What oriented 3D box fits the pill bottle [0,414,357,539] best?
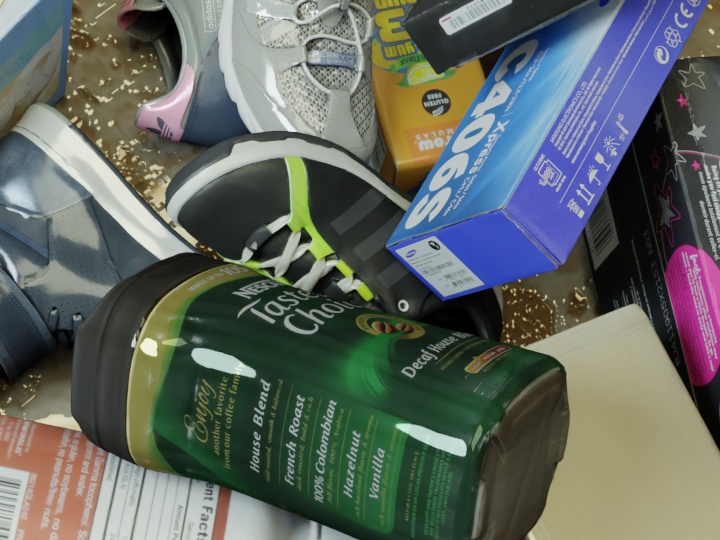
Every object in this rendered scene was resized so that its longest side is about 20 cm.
[{"bbox_3d":[-0.102,0.134,0.890,0.199,0.112,0.113,13,65,-6],"label":"pill bottle"}]

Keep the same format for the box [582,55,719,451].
[{"bbox_3d":[0.195,0.010,0.990,0.114,0.132,0.201,-4,68,-16],"label":"box"}]

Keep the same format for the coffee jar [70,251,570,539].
[{"bbox_3d":[-0.020,0.056,0.839,0.199,0.086,0.104,16,21,23],"label":"coffee jar"}]

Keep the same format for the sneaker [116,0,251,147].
[{"bbox_3d":[-0.088,-0.159,1.041,0.082,0.070,0.201,-2,66,-16],"label":"sneaker"}]

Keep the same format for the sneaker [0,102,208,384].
[{"bbox_3d":[-0.132,0.038,0.947,0.202,0.077,0.146,42,70,4],"label":"sneaker"}]

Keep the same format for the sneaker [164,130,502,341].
[{"bbox_3d":[0.000,0.000,0.948,0.199,0.072,0.083,20,41,-32],"label":"sneaker"}]

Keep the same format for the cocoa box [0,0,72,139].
[{"bbox_3d":[-0.247,-0.086,0.944,0.131,0.133,0.200,36,66,6],"label":"cocoa box"}]

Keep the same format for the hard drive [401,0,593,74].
[{"bbox_3d":[0.112,-0.179,0.966,0.038,0.139,0.200,52,37,-18],"label":"hard drive"}]

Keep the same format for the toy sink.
[{"bbox_3d":[0.116,0.139,0.920,0.112,0.130,0.201,-20,71,-19],"label":"toy sink"}]

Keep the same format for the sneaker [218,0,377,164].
[{"bbox_3d":[-0.025,-0.143,0.976,0.074,0.082,0.201,-2,75,-33],"label":"sneaker"}]

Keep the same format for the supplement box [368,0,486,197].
[{"bbox_3d":[0.018,-0.133,1.054,0.066,0.069,0.201,-13,72,-13],"label":"supplement box"}]

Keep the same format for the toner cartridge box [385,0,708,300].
[{"bbox_3d":[0.095,-0.081,0.945,0.043,0.095,0.201,42,60,-20],"label":"toner cartridge box"}]
